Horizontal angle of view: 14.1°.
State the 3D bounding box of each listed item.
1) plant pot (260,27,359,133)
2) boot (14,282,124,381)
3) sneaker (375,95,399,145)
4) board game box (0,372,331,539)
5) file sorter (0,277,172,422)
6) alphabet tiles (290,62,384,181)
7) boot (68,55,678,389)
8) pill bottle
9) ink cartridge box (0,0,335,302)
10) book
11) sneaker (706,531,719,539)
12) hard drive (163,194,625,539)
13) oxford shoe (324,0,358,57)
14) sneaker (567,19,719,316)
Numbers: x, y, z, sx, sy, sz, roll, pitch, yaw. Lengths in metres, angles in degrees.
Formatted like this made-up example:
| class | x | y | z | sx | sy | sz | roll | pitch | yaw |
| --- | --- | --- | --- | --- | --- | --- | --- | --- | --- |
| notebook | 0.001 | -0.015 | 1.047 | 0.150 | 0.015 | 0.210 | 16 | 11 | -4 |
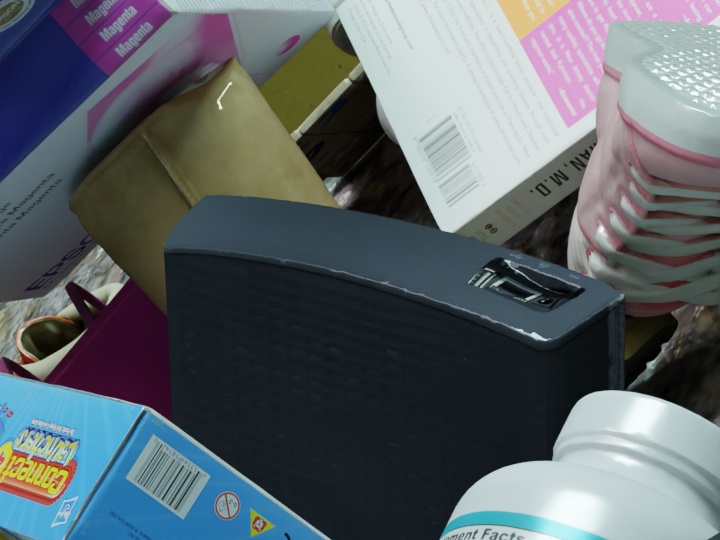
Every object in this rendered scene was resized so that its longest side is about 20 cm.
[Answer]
| class | x | y | z | sx | sy | sz | roll | pitch | yaw |
| --- | --- | --- | --- | --- | --- | --- | --- | --- | --- |
| plant pot | -0.024 | -0.195 | 1.506 | 0.200 | 0.194 | 0.196 | -30 | 29 | 28 |
| boot | -0.137 | 0.063 | 1.417 | 0.200 | 0.107 | 0.075 | -27 | 34 | 47 |
| sneaker | 0.103 | -0.113 | 1.303 | 0.200 | 0.075 | 0.088 | -47 | 43 | 1 |
| board game box | -0.054 | 0.117 | 1.052 | 0.056 | 0.200 | 0.196 | -57 | 23 | -13 |
| file sorter | -0.076 | 0.052 | 1.273 | 0.200 | 0.139 | 0.125 | -50 | 21 | 2 |
| alphabet tiles | 0.015 | -0.090 | 1.387 | 0.200 | 0.006 | 0.166 | -46 | -7 | 12 |
| boot | 0.000 | 0.000 | 1.126 | 0.175 | 0.200 | 0.066 | -41 | -9 | 23 |
| pill bottle | 0.060 | 0.139 | 0.921 | 0.111 | 0.111 | 0.200 | -14 | 41 | 55 |
| ink cartridge box | -0.126 | -0.053 | 1.166 | 0.196 | 0.043 | 0.200 | -42 | -12 | 23 |
| book | 0.095 | -0.113 | 1.163 | 0.200 | 0.048 | 0.134 | -36 | 51 | 15 |
| sneaker | 0.142 | 0.093 | 0.859 | 0.199 | 0.076 | 0.088 | -21 | 21 | 6 |
| hard drive | 0.006 | 0.050 | 1.062 | 0.199 | 0.136 | 0.042 | 14 | 23 | 39 |
| oxford shoe | 0.068 | -0.158 | 1.260 | 0.200 | 0.075 | 0.058 | -33 | 65 | 1 |
| sneaker | 0.118 | -0.027 | 1.020 | 0.200 | 0.075 | 0.105 | -100 | 17 | -79 |
